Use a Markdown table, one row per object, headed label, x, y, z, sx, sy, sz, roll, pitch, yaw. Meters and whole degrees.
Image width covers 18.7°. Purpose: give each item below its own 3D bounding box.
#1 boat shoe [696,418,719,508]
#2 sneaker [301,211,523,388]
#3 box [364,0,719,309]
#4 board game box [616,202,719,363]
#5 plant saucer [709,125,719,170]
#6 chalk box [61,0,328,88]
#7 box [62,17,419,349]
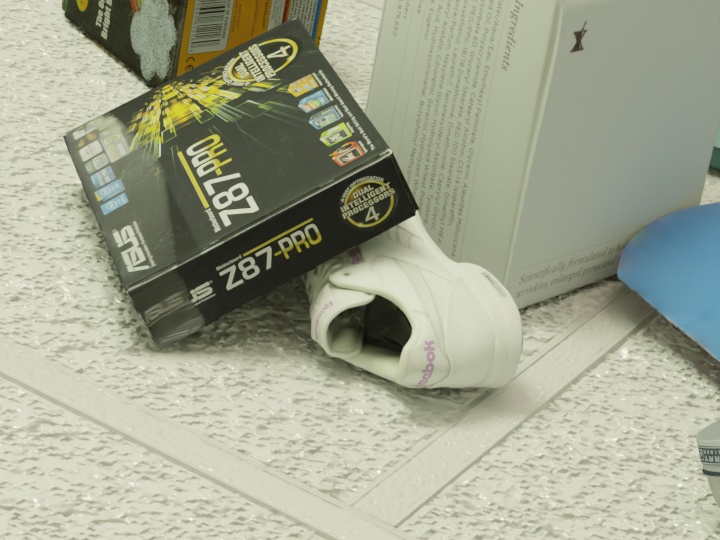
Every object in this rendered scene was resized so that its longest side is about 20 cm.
| label | x | y | z | sx | sy | sz | roll | pitch | yaw |
| --- | --- | --- | --- | --- | --- | --- | --- | --- | --- |
| boat shoe | 0.252 | 0.089 | 1.141 | 0.199 | 0.066 | 0.073 | -18 | 6 | -34 |
| sneaker | 0.000 | 0.000 | 1.198 | 0.099 | 0.075 | 0.200 | -9 | 32 | -38 |
| box | 0.115 | -0.105 | 1.317 | 0.130 | 0.201 | 0.198 | 29 | 30 | 35 |
| board game box | 0.247 | 0.028 | 1.288 | 0.157 | 0.039 | 0.200 | -17 | 38 | -27 |
| plant saucer | 0.276 | -0.111 | 1.596 | 0.199 | 0.028 | 0.200 | 10 | 26 | -5 |
| chalk box | -0.125 | -0.218 | 1.527 | 0.123 | 0.126 | 0.200 | -8 | 34 | -35 |
| box | -0.072 | -0.055 | 1.228 | 0.160 | 0.049 | 0.200 | -28 | 33 | -1 |
